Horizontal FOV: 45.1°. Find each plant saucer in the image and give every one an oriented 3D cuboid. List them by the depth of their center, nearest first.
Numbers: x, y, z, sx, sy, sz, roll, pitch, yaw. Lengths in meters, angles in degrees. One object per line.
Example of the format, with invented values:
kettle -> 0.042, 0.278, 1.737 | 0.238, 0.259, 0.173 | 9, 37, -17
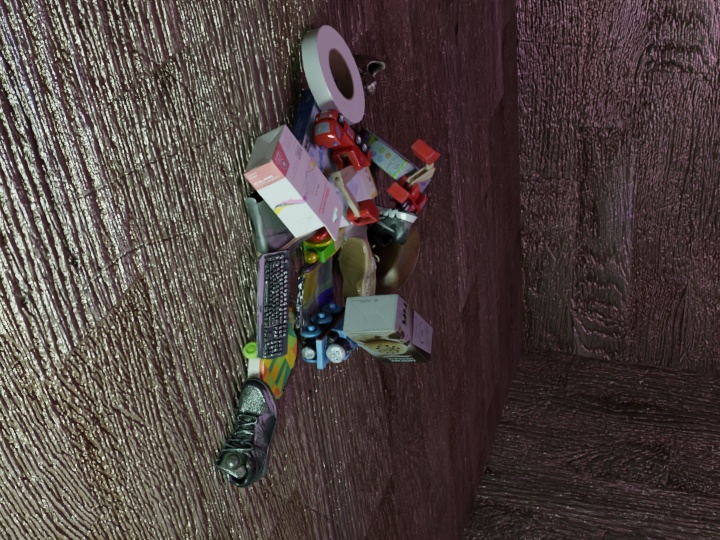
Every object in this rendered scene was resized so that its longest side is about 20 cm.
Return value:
plant saucer -> 0.049, -0.040, 1.989 | 0.035, 0.200, 0.201 | 23, 73, -41

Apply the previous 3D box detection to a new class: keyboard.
keyboard -> -0.141, 0.060, 1.584 | 0.127, 0.021, 0.201 | -15, 112, -49

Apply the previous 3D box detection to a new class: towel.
towel -> -0.089, 0.066, 1.861 | 0.144, 0.023, 0.201 | -40, 133, -62

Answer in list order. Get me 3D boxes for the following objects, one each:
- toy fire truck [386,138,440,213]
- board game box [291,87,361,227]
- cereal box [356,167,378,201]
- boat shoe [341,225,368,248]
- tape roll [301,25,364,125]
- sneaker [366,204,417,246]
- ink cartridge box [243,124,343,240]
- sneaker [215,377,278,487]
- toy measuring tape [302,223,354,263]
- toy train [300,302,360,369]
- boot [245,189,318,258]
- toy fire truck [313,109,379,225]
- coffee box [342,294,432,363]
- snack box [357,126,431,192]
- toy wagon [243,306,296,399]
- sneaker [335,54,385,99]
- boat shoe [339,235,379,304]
toy fire truck -> 0.125, -0.201, 1.943 | 0.141, 0.049, 0.200 | -49, 161, 0
board game box -> -0.067, -0.222, 1.699 | 0.199, 0.043, 0.200 | 53, 37, -40
cereal box -> -0.037, -0.198, 1.833 | 0.200, 0.039, 0.144 | -37, 111, -59
boat shoe -> -0.024, -0.074, 1.947 | 0.093, 0.074, 0.201 | 160, -80, -69
tape roll -> -0.051, -0.382, 1.713 | 0.203, 0.037, 0.203 | 45, 38, -50
sneaker -> 0.044, -0.101, 1.944 | 0.066, 0.200, 0.091 | 13, 92, -39
ink cartridge box -> -0.114, -0.144, 1.546 | 0.200, 0.067, 0.117 | 51, 31, -31
sneaker -> -0.203, 0.298, 1.554 | 0.114, 0.076, 0.200 | -24, 124, -73
toy measuring tape -> -0.066, -0.077, 1.799 | 0.200, 0.073, 0.074 | -50, 142, -43
toy train -> -0.047, 0.131, 1.800 | 0.200, 0.114, 0.087 | -47, 139, -58
boot -> -0.138, -0.119, 1.611 | 0.200, 0.077, 0.139 | -59, 144, -50
toy fire truck -> -0.027, -0.193, 1.646 | 0.200, 0.049, 0.141 | 46, 42, -46
coffee box -> 0.060, 0.122, 1.762 | 0.200, 0.113, 0.080 | 42, 49, -55
snack box -> 0.075, -0.253, 2.027 | 0.053, 0.142, 0.200 | -53, 160, 8
toy wagon -> -0.163, 0.148, 1.666 | 0.155, 0.039, 0.200 | 72, 32, -48
sneaker -> -0.007, -0.395, 1.863 | 0.071, 0.075, 0.200 | 70, 33, -50
boat shoe -> 0.000, 0.000, 1.850 | 0.063, 0.073, 0.200 | -37, 146, -35
